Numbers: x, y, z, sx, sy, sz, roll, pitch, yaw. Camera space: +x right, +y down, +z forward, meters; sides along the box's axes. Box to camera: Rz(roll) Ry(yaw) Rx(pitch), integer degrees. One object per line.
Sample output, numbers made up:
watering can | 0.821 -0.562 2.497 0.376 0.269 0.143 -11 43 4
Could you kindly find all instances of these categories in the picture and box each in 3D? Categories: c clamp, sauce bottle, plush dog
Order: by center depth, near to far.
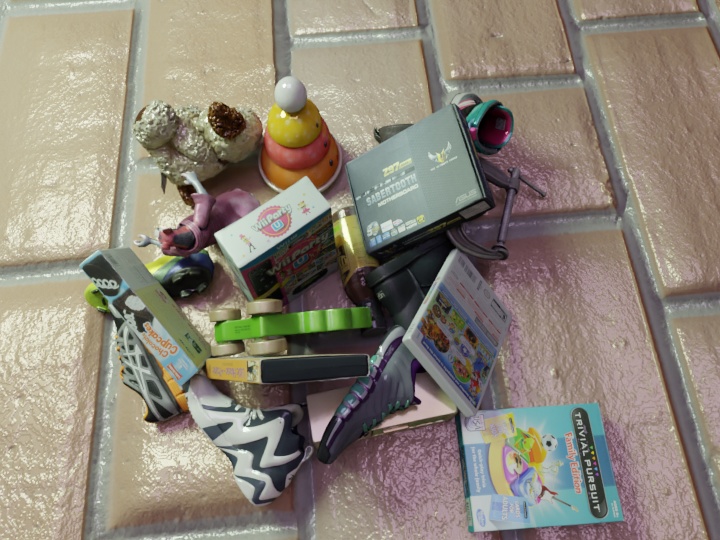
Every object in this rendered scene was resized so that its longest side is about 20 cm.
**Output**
sauce bottle | 0.000 0.000 0.893 0.064 0.065 0.203 -11 66 -5
c clamp | 0.209 -0.095 0.900 0.170 0.027 0.202 33 61 -14
plush dog | -0.238 -0.206 0.934 0.169 0.200 0.163 -20 100 9

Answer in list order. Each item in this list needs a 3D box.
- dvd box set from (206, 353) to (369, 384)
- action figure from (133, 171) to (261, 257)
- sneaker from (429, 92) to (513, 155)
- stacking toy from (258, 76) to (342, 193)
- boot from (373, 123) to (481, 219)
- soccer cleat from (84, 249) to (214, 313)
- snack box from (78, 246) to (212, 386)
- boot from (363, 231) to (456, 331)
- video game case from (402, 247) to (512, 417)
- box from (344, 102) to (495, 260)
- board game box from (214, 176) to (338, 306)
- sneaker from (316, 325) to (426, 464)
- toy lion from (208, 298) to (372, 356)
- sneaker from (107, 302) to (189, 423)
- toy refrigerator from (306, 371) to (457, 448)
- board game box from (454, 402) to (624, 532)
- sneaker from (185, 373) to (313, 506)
dvd box set | -0.099 0.124 0.746 0.144 0.199 0.030 2 82 -32
action figure | -0.232 -0.054 0.862 0.149 0.200 0.134 41 115 -1
sneaker | 0.194 -0.243 0.942 0.119 0.085 0.200 10 34 29
stacking toy | -0.102 -0.221 0.912 0.143 0.201 0.149 0 67 0
boot | 0.117 -0.174 0.969 0.196 0.070 0.177 7 59 -5
soccer cleat | -0.322 0.015 0.899 0.197 0.065 0.084 -14 38 -1
snack box | -0.285 0.058 0.798 0.037 0.116 0.201 -38 95 0
boot | 0.113 0.044 0.873 0.199 0.076 0.170 -28 89 -37
video game case | 0.142 0.079 0.809 0.144 0.018 0.201 50 45 -14
box | 0.082 -0.127 0.858 0.198 0.051 0.160 -24 66 25
board game box | -0.111 -0.024 0.829 0.147 0.201 0.065 -35 70 -13
sneaker | 0.026 0.169 0.738 0.087 0.075 0.201 33 70 8
toy lion | -0.089 0.076 0.808 0.189 0.199 0.070 -2 83 -38
sneaker | -0.311 0.124 0.825 0.077 0.078 0.202 -32 81 0
toy refrigerator | 0.029 0.195 0.806 0.196 0.076 0.071 -10 67 -5
board game box | 0.238 0.266 0.792 0.196 0.047 0.154 -4 67 -2
sneaker | -0.141 0.199 0.791 0.129 0.080 0.200 -37 70 -6
